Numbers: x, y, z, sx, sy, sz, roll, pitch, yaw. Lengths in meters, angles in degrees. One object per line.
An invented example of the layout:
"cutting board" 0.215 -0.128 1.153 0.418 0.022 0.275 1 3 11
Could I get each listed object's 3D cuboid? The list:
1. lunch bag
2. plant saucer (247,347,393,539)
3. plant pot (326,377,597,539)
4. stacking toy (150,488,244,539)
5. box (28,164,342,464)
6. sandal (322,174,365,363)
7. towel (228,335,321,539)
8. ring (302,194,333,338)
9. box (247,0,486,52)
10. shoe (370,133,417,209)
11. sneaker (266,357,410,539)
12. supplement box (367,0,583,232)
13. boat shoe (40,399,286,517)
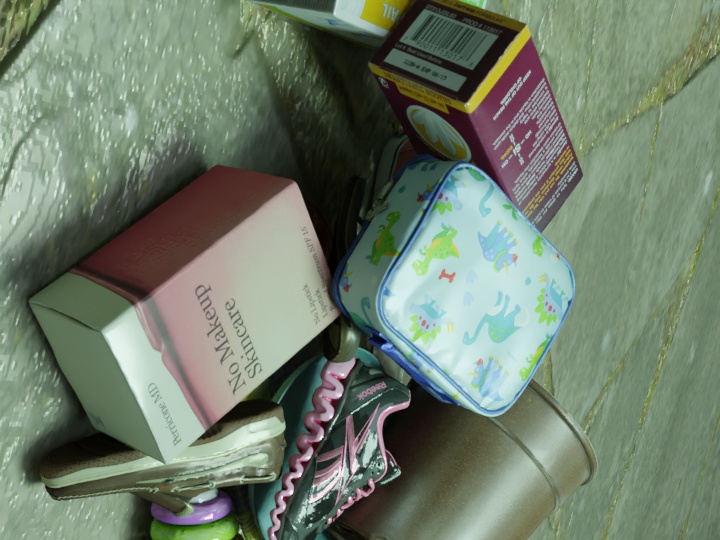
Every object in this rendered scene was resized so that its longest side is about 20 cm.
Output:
"lunch bag" 0.077 0.016 1.000 0.200 0.082 0.162 41 74 -36
"plant saucer" -0.038 0.165 1.115 0.199 0.027 0.204 -21 117 -49
"plant pot" 0.081 0.200 1.117 0.199 0.199 0.202 -48 137 -21
"stacking toy" -0.140 0.222 1.042 0.109 0.115 0.204 -11 102 -51
"box" -0.128 0.028 0.939 0.200 0.108 0.129 -41 125 -30
"sandal" 0.000 0.000 1.065 0.202 0.054 0.083 -91 -167 -50
"towel" -0.072 0.141 1.102 0.143 0.023 0.203 -35 127 -43
"ring" -0.085 0.026 1.084 0.199 0.019 0.204 -25 123 -45
"box" 0.015 -0.248 1.029 0.199 0.100 0.114 8 98 -52
"shoe" 0.055 -0.025 1.178 0.071 0.090 0.204 -4 108 -50
"sneaker" -0.016 0.172 1.034 0.079 0.094 0.203 97 14 -82
"supplement box" 0.101 -0.124 1.023 0.086 0.110 0.201 -51 142 -13
"boat shoe" -0.149 0.162 0.969 0.199 0.075 0.076 -10 101 -22
